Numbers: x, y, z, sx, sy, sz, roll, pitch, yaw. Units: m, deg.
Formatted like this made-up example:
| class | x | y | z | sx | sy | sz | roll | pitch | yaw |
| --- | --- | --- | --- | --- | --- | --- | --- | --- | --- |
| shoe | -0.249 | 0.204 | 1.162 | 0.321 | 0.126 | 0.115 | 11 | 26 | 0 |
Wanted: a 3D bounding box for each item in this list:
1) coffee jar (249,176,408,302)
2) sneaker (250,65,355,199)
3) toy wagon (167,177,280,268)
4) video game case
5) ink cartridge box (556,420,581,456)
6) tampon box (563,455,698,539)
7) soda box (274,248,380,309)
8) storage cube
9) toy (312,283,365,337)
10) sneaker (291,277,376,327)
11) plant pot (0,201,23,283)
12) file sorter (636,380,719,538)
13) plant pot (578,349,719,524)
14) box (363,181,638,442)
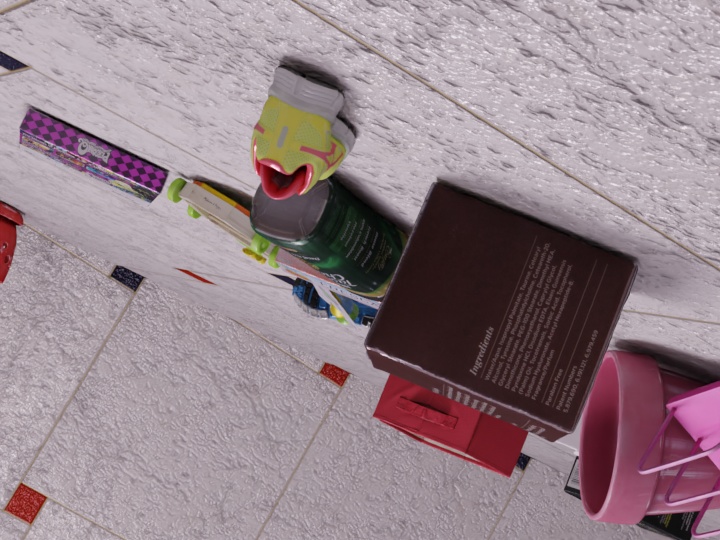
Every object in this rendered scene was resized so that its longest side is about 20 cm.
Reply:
| class | x | y | z | sx | sy | sz | roll | pitch | yaw |
| --- | --- | --- | --- | --- | --- | --- | --- | --- | --- |
| coffee jar | -0.022 | -0.035 | 1.395 | 0.104 | 0.086 | 0.200 | 17 | 170 | 38 |
| sneaker | -0.057 | -0.098 | 1.079 | 0.078 | 0.091 | 0.200 | 20 | 173 | 8 |
| toy wagon | -0.165 | -0.058 | 1.734 | 0.155 | 0.040 | 0.200 | 31 | 175 | 21 |
| video game case | -0.364 | -0.149 | 1.774 | 0.199 | 0.036 | 0.181 | 25 | 172 | -12 |
| ink cartridge box | 0.377 | 0.227 | 1.847 | 0.199 | 0.116 | 0.067 | 22 | 173 | 11 |
| tampon box | 0.477 | 0.351 | 2.228 | 0.200 | 0.150 | 0.126 | 28 | 170 | -30 |
| soda box | 0.000 | 0.000 | 1.608 | 0.199 | 0.069 | 0.064 | 21 | 171 | 10 |
| storage cube | 0.153 | 0.181 | 1.942 | 0.170 | 0.181 | 0.200 | 18 | 171 | 33 |
| toy | -0.044 | 0.009 | 1.807 | 0.115 | 0.047 | 0.200 | 42 | 169 | 34 |
| sneaker | -0.012 | 0.053 | 1.976 | 0.199 | 0.075 | 0.087 | 19 | 176 | 29 |
| plant pot | -0.920 | -0.085 | 3.159 | 0.200 | 0.183 | 0.200 | 23 | 171 | 4 |
| file sorter | 0.409 | 0.229 | 1.372 | 0.200 | 0.125 | 0.139 | 49 | 143 | -7 |
| plant pot | 0.366 | 0.204 | 1.540 | 0.178 | 0.201 | 0.200 | 8 | 172 | -2 |
| box | 0.127 | 0.044 | 1.213 | 0.199 | 0.165 | 0.166 | 23 | 172 | 6 |
